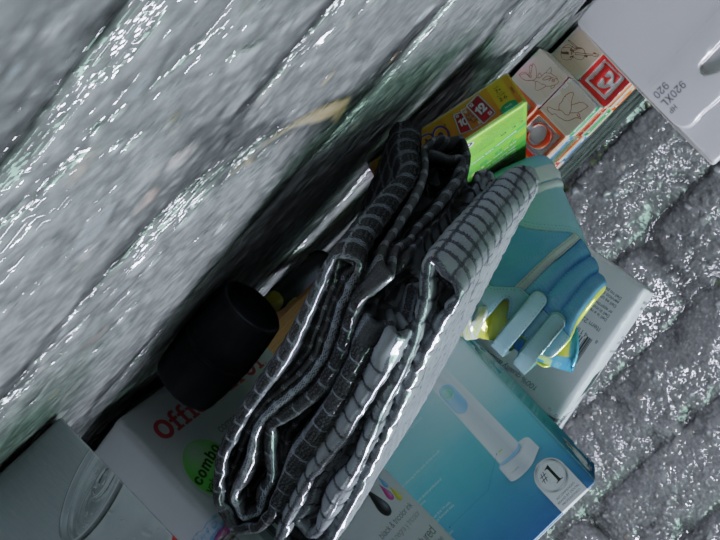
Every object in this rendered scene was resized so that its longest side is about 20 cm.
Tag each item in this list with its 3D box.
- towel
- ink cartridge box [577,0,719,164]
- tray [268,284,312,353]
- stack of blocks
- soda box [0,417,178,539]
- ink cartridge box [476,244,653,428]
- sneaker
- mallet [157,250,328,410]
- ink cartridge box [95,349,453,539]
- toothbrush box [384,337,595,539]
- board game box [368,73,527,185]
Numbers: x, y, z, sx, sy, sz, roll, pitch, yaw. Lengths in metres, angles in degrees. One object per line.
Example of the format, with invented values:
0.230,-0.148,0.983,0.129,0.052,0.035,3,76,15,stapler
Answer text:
0.003,0.033,0.809,0.201,0.085,0.166,-65,173,32,towel
0.283,-0.206,1.092,0.200,0.145,0.147,-39,172,-44,ink cartridge box
0.000,0.000,1.100,0.200,0.037,0.099,-45,174,-6,tray
0.143,-0.120,1.141,0.115,0.059,0.200,-46,174,13,stack of blocks
-0.099,0.168,0.730,0.068,0.200,0.064,-42,173,-19,soda box
0.102,0.057,1.140,0.201,0.145,0.084,-56,167,6,ink cartridge box
0.066,0.028,0.967,0.199,0.131,0.080,-31,171,-1,sneaker
-0.059,0.027,0.874,0.066,0.041,0.200,-47,178,14,mallet
-0.070,0.172,0.906,0.146,0.200,0.147,-49,173,33,ink cartridge box
0.043,0.117,1.060,0.146,0.200,0.085,-46,175,6,toothbrush box
0.059,-0.063,0.956,0.095,0.030,0.200,-33,168,0,board game box
